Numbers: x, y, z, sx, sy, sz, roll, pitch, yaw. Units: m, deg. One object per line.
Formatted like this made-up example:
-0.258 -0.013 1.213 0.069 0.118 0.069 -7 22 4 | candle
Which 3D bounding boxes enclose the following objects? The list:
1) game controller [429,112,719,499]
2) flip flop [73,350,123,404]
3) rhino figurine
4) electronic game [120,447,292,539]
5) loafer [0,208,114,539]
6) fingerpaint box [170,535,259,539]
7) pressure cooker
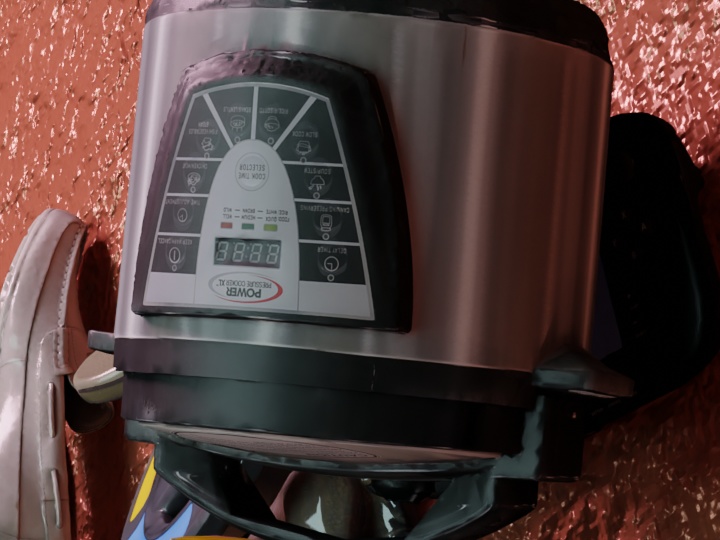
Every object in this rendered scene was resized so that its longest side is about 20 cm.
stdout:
0.067 0.018 1.013 0.200 0.042 0.105 -33 56 51 | game controller
-0.067 -0.024 1.166 0.200 0.057 0.081 -51 10 18 | flip flop
-0.030 0.143 1.120 0.200 0.059 0.088 -49 49 50 | rhino figurine
-0.054 0.055 1.130 0.201 0.041 0.200 -58 12 19 | electronic game
-0.159 0.063 1.342 0.070 0.069 0.201 98 180 -65 | loafer
0.007 0.204 0.948 0.073 0.165 0.202 28 -112 -77 | fingerpaint box
0.002 0.000 0.926 0.176 0.177 0.202 177 99 -72 | pressure cooker
